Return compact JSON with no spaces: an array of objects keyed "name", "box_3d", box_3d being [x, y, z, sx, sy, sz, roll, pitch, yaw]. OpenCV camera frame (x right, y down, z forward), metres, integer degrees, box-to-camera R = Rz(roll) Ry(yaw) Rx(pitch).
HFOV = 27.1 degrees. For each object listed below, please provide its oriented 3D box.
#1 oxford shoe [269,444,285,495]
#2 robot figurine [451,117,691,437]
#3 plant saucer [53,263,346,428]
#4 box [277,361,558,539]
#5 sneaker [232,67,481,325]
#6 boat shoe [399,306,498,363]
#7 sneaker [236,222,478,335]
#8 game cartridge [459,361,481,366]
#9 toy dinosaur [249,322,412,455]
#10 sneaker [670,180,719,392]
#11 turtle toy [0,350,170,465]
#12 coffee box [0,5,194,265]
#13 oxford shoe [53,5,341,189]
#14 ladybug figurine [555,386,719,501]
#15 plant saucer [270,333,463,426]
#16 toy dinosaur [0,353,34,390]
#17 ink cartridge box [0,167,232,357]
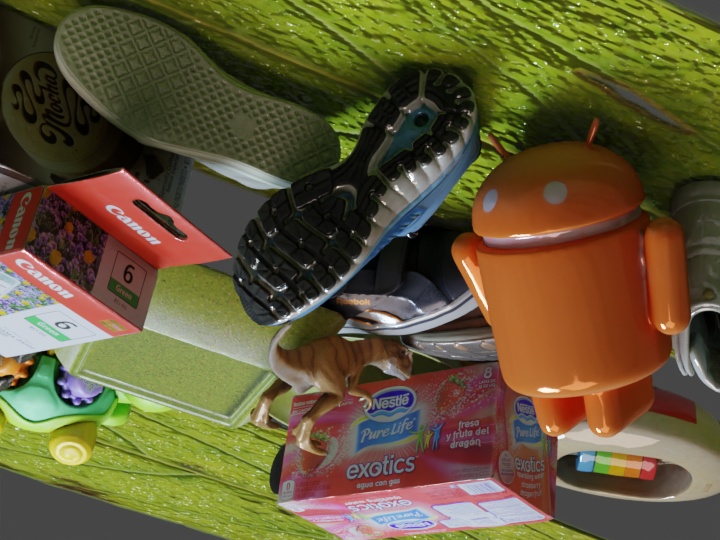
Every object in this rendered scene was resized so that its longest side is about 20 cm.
[{"name":"oxford shoe","box_3d":[-0.004,0.185,1.401,0.071,0.072,0.200,23,159,-29]},{"name":"robot figurine","box_3d":[0.134,0.005,0.963,0.116,0.202,0.144,-14,-169,-11]},{"name":"plant saucer","box_3d":[-0.135,0.057,1.116,0.198,0.048,0.200,20,152,-12]},{"name":"box","box_3d":[0.046,0.146,1.170,0.199,0.095,0.103,-13,146,34]},{"name":"sneaker","box_3d":[0.007,-0.032,0.954,0.200,0.078,0.090,-42,152,3]},{"name":"boat shoe","box_3d":[0.123,0.023,1.088,0.199,0.072,0.076,-9,162,22]},{"name":"sneaker","box_3d":[0.000,0.000,1.080,0.199,0.079,0.080,-11,137,25]},{"name":"game cartridge","box_3d":[0.017,0.079,1.250,0.199,0.033,0.176,23,147,-17]},{"name":"toy dinosaur","box_3d":[-0.036,0.069,1.032,0.060,0.107,0.200,34,-166,27]},{"name":"sneaker","box_3d":[0.244,0.041,1.036,0.073,0.116,0.200,-3,148,19]},{"name":"turtle toy","box_3d":[-0.237,0.078,1.243,0.199,0.146,0.101,16,128,-11]},{"name":"coffee box","box_3d":[-0.212,-0.089,0.967,0.199,0.114,0.080,24,147,-22]},{"name":"oxford shoe","box_3d":[-0.107,-0.104,0.958,0.199,0.076,0.058,25,172,-21]},{"name":"ladybug figurine","box_3d":[0.214,0.138,1.244,0.198,0.072,0.136,9,150,1]},{"name":"plant saucer","box_3d":[0.004,0.090,1.216,0.198,0.031,0.200,8,150,5]},{"name":"toy dinosaur","box_3d":[-0.314,0.053,1.145,0.102,0.077,0.200,49,139,10]},{"name":"ink cartridge box","box_3d":[-0.191,-0.001,0.943,0.199,0.051,0.109,-10,144,36]}]
